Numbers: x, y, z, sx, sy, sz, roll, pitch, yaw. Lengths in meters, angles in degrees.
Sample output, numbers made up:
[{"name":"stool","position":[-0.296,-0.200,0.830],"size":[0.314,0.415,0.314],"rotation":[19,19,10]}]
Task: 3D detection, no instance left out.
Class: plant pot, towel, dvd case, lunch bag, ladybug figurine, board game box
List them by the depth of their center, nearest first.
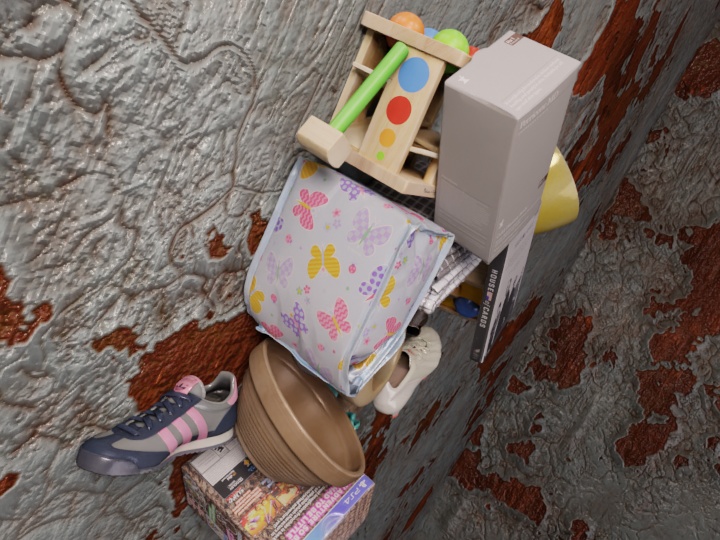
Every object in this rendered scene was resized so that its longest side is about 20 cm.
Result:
[{"name":"lunch bag","position":[-0.023,0.008,0.644],"size":[0.127,0.169,0.202],"rotation":[9,110,-59]},{"name":"plant pot","position":[-0.088,0.189,0.731],"size":[0.092,0.202,0.201],"rotation":[-37,156,6]},{"name":"towel","position":[0.074,-0.060,0.753],"size":[0.200,0.165,0.086],"rotation":[-39,147,-38]},{"name":"ladybug figurine","position":[0.006,0.097,0.764],"size":[0.200,0.071,0.138],"rotation":[-10,114,-71]},{"name":"board game box","position":[-0.109,0.295,0.786],"size":[0.159,0.199,0.098],"rotation":[-35,148,-38]},{"name":"dvd case","position":[0.205,0.011,0.842],"size":[0.150,0.024,0.202],"rotation":[-40,142,-51]},{"name":"plant pot","position":[0.240,-0.134,0.983],"size":[0.141,0.201,0.200],"rotation":[-29,152,-1]}]

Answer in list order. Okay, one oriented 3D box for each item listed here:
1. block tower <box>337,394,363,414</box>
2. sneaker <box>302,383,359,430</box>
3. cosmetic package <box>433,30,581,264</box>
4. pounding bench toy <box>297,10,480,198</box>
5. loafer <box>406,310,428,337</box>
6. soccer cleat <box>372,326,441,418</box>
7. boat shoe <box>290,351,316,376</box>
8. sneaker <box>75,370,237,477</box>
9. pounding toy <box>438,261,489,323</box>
[{"name":"block tower","position":[-0.006,0.206,1.049],"size":[0.200,0.057,0.054],"rotation":[-43,152,-32]},{"name":"sneaker","position":[-0.033,0.247,0.874],"size":[0.079,0.077,0.202],"rotation":[-26,114,-17]},{"name":"cosmetic package","position":[0.138,-0.117,0.597],"size":[0.107,0.090,0.201],"rotation":[-43,155,-23]},{"name":"pounding bench toy","position":[0.037,-0.173,0.594],"size":[0.199,0.124,0.157],"rotation":[-7,125,-59]},{"name":"loafer","position":[0.069,0.067,0.921],"size":[0.200,0.072,0.072],"rotation":[80,31,-76]},{"name":"soccer cleat","position":[0.077,0.141,0.928],"size":[0.200,0.069,0.078],"rotation":[-48,145,-47]},{"name":"boat shoe","position":[-0.062,0.095,0.789],"size":[0.200,0.069,0.072],"rotation":[23,83,-73]},{"name":"sneaker","position":[-0.203,0.152,0.621],"size":[0.199,0.069,0.083],"rotation":[1,102,-65]},{"name":"pounding toy","position":[0.131,-0.003,0.936],"size":[0.143,0.182,0.201],"rotation":[-62,158,-19]}]
